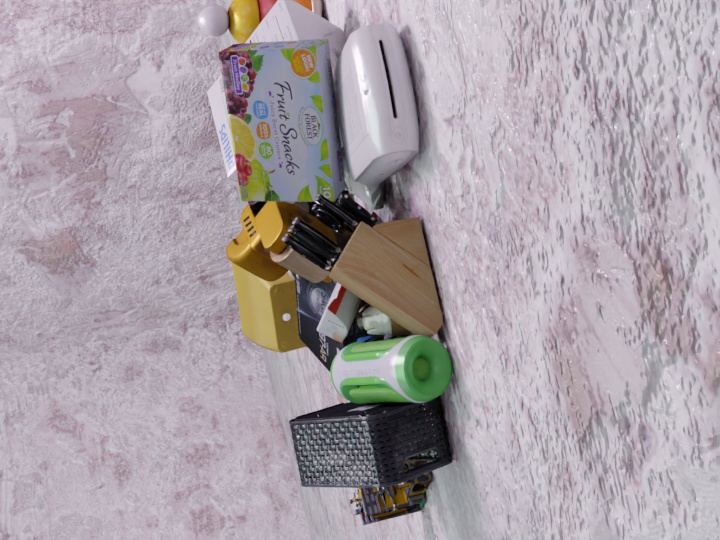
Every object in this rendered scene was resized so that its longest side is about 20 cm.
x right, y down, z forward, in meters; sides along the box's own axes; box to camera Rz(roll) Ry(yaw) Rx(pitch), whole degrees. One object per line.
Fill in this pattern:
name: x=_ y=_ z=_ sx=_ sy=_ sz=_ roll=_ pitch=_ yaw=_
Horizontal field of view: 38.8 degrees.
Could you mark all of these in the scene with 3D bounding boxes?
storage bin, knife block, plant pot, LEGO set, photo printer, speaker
storage bin: x=0.011 y=0.229 z=1.379 sx=0.198 sy=0.134 sz=0.096 roll=-14 pitch=87 yaw=49
knife block: x=-0.001 y=0.000 z=1.287 sx=0.064 sy=0.172 sz=0.204 roll=126 pitch=132 yaw=-76
plant pot: x=-0.121 y=0.046 z=1.928 sx=0.176 sy=0.197 sz=0.204 roll=-135 pitch=35 yaw=-62
LEGO set: x=0.032 y=0.301 z=1.557 sx=0.200 sy=0.114 sz=0.156 roll=108 pitch=149 yaw=-68
photo printer: x=0.018 y=-0.204 z=1.262 sx=0.200 sy=0.068 sz=0.170 roll=147 pitch=113 yaw=-79
speaker: x=0.036 y=0.131 z=1.332 sx=0.199 sy=0.087 sz=0.090 roll=-14 pitch=87 yaw=60

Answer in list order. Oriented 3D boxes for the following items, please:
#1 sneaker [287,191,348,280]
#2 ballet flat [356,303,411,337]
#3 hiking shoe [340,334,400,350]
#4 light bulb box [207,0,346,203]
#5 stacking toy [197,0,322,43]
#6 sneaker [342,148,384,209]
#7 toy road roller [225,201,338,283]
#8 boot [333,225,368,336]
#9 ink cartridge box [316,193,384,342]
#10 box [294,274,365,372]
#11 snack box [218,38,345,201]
sneaker: x=-0.072 y=-0.072 z=1.712 sx=0.087 sy=0.075 sz=0.204 roll=30 pitch=108 yaw=52
ballet flat: x=0.032 y=0.064 z=1.450 sx=0.200 sy=0.071 sz=0.069 roll=175 pitch=81 yaw=-79
hiking shoe: x=0.029 y=0.135 z=1.491 sx=0.200 sy=0.085 sz=0.076 roll=-179 pitch=79 yaw=-79
light bulb box: x=-0.106 y=-0.245 z=1.480 sx=0.200 sy=0.124 sz=0.200 roll=-45 pitch=44 yaw=28
stacking toy: x=-0.168 y=-0.410 z=1.670 sx=0.146 sy=0.196 sz=0.149 roll=176 pitch=90 yaw=-75
sneaker: x=-0.016 y=-0.139 z=1.487 sx=0.201 sy=0.079 sz=0.072 roll=-121 pitch=24 yaw=-57
toy road roller: x=-0.125 y=-0.036 z=1.558 sx=0.147 sy=0.122 sz=0.201 roll=-50 pitch=35 yaw=16
boot: x=-0.005 y=0.029 z=1.654 sx=0.201 sy=0.069 sz=0.148 roll=94 pitch=155 yaw=-57
ink cartridge box: x=0.000 y=0.000 z=1.427 sx=0.200 sy=0.049 sz=0.164 roll=126 pitch=168 yaw=-71
box: x=-0.050 y=0.064 z=1.649 sx=0.160 sy=0.043 sz=0.203 roll=44 pitch=144 yaw=45
snack box: x=-0.101 y=-0.194 z=1.342 sx=0.053 sy=0.140 sz=0.204 roll=-53 pitch=-40 yaw=-60
